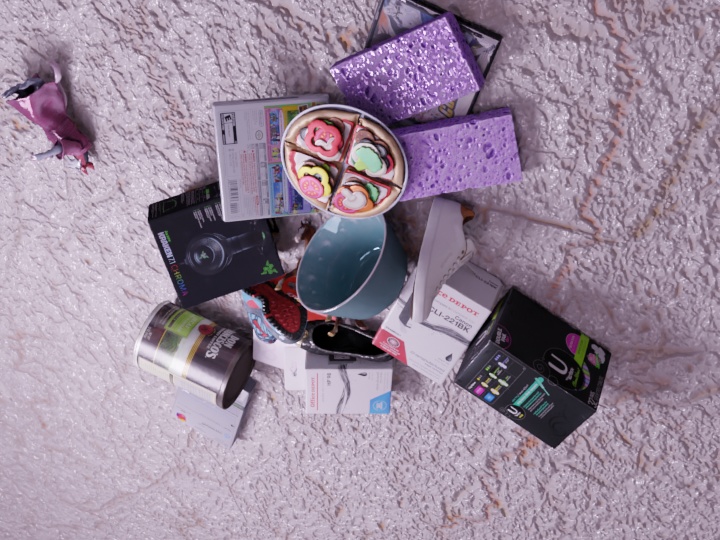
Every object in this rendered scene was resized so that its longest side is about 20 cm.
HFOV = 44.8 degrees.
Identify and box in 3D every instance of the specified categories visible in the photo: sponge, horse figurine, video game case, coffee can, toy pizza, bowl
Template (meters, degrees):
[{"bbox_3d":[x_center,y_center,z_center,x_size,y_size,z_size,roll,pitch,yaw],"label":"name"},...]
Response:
[{"bbox_3d":[0.065,-0.277,1.241,0.199,0.030,0.112,-15,114,33],"label":"sponge"},{"bbox_3d":[-0.060,0.025,1.514,0.200,0.133,0.050,40,142,-19],"label":"horse figurine"},{"bbox_3d":[-0.136,-0.178,1.389,0.181,0.022,0.201,-6,121,-10],"label":"video game case"},{"bbox_3d":[-0.321,0.164,1.709,0.199,0.147,0.147,23,130,9],"label":"coffee can"},{"bbox_3d":[-0.027,-0.154,1.295,0.199,0.032,0.201,11,131,12],"label":"toy pizza"},{"bbox_3d":[0.087,-0.286,1.270,0.180,0.026,0.201,27,130,7],"label":"video game case"},{"bbox_3d":[0.132,-0.169,1.290,0.199,0.030,0.112,-9,125,11],"label":"sponge"},{"bbox_3d":[0.000,0.000,1.426,0.200,0.202,0.105,-25,135,36],"label":"bowl"}]

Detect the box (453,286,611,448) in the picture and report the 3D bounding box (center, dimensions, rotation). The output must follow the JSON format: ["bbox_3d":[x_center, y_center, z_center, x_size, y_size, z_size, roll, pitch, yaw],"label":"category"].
[{"bbox_3d":[0.278,0.156,1.410,0.199,0.149,0.125,33,132,1],"label":"box"}]

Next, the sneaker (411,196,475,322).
[{"bbox_3d":[0.130,-0.012,1.337,0.084,0.201,0.073,14,167,3],"label":"sneaker"}]

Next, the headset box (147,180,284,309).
[{"bbox_3d":[-0.239,-0.054,1.496,0.199,0.093,0.175,-18,116,-4],"label":"headset box"}]

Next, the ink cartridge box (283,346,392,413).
[{"bbox_3d":[-0.043,0.202,1.608,0.199,0.067,0.116,0,127,-2],"label":"ink cartridge box"}]

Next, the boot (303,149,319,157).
[{"bbox_3d":[-0.023,-0.161,1.366,0.199,0.073,0.091,17,133,-2],"label":"boot"}]

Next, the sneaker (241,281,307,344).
[{"bbox_3d":[-0.148,0.092,1.554,0.200,0.079,0.096,40,138,55],"label":"sneaker"}]

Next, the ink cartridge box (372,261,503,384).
[{"bbox_3d":[0.128,0.073,1.467,0.144,0.084,0.200,30,130,4],"label":"ink cartridge box"}]

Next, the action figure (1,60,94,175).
[{"bbox_3d":[-0.540,-0.261,1.570,0.149,0.134,0.200,-41,120,-3],"label":"action figure"}]

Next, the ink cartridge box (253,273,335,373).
[{"bbox_3d":[-0.120,0.107,1.637,0.162,0.057,0.201,17,133,14],"label":"ink cartridge box"}]

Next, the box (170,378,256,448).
[{"bbox_3d":[-0.315,0.274,1.855,0.155,0.041,0.201,27,129,6],"label":"box"}]

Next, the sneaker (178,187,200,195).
[{"bbox_3d":[-0.258,-0.059,1.568,0.084,0.073,0.200,-26,108,39],"label":"sneaker"}]

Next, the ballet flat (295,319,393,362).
[{"bbox_3d":[-0.030,0.121,1.559,0.199,0.067,0.057,7,166,6],"label":"ballet flat"}]
